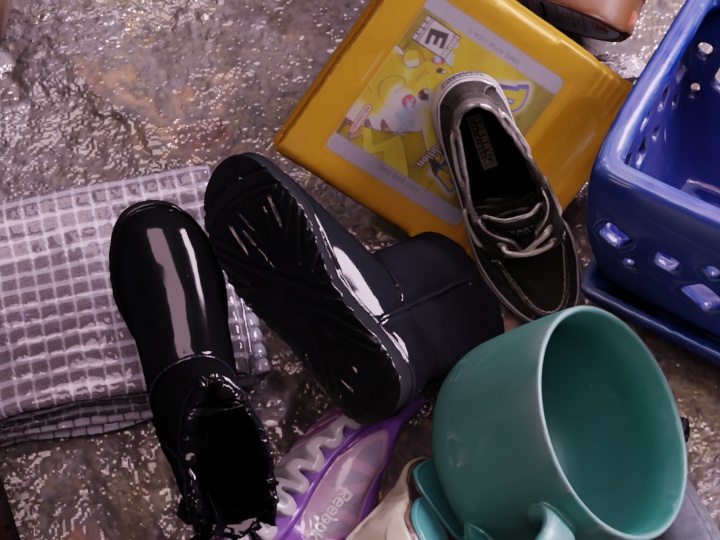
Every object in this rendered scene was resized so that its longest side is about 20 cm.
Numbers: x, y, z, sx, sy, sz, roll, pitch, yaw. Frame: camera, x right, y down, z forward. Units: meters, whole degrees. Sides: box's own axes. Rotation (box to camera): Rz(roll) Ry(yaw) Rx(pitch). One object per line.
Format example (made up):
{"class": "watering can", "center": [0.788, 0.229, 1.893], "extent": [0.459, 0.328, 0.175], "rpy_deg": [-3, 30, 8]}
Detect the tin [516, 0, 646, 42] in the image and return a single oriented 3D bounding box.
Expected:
{"class": "tin", "center": [0.113, -0.217, 1.359], "extent": [0.199, 0.112, 0.042], "rpy_deg": [20, 94, 10]}

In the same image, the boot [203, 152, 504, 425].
{"class": "boot", "center": [0.000, 0.000, 1.212], "extent": [0.076, 0.168, 0.201], "rpy_deg": [-41, 81, 29]}

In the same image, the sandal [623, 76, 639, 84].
{"class": "sandal", "center": [0.131, -0.084, 1.324], "extent": [0.199, 0.075, 0.045], "rpy_deg": [-25, 74, -2]}

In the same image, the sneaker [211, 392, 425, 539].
{"class": "sneaker", "center": [-0.018, 0.154, 1.217], "extent": [0.089, 0.080, 0.200], "rpy_deg": [46, 62, -3]}

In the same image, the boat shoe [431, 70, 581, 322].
{"class": "boat shoe", "center": [0.101, -0.037, 1.242], "extent": [0.070, 0.201, 0.064], "rpy_deg": [-25, 26, 5]}

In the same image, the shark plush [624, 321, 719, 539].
{"class": "shark plush", "center": [0.208, 0.129, 1.219], "extent": [0.090, 0.083, 0.201], "rpy_deg": [13, 55, -11]}

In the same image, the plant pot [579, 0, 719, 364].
{"class": "plant pot", "center": [0.264, -0.045, 1.231], "extent": [0.199, 0.180, 0.201], "rpy_deg": [26, 58, 11]}

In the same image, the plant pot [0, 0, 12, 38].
{"class": "plant pot", "center": [-0.339, -0.243, 1.346], "extent": [0.173, 0.200, 0.202], "rpy_deg": [9, 65, -15]}

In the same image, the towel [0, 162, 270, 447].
{"class": "towel", "center": [-0.173, 0.021, 1.267], "extent": [0.198, 0.086, 0.167], "rpy_deg": [-12, 67, -5]}

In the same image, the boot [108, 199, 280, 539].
{"class": "boot", "center": [-0.103, 0.064, 1.132], "extent": [0.073, 0.162, 0.200], "rpy_deg": [-12, 104, -10]}

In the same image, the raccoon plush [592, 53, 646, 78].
{"class": "raccoon plush", "center": [0.112, -0.172, 1.323], "extent": [0.198, 0.134, 0.097], "rpy_deg": [-15, 65, -6]}

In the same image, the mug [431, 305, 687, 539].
{"class": "mug", "center": [0.108, 0.114, 1.147], "extent": [0.184, 0.114, 0.153], "rpy_deg": [-13, 81, -50]}

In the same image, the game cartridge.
{"class": "game cartridge", "center": [0.069, -0.103, 1.256], "extent": [0.199, 0.032, 0.177], "rpy_deg": [31, 108, -17]}

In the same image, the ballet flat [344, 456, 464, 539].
{"class": "ballet flat", "center": [0.029, 0.165, 1.161], "extent": [0.069, 0.200, 0.070], "rpy_deg": [1, 93, 13]}

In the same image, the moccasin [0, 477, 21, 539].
{"class": "moccasin", "center": [-0.267, 0.168, 1.203], "extent": [0.077, 0.074, 0.202], "rpy_deg": [-28, 87, 19]}
